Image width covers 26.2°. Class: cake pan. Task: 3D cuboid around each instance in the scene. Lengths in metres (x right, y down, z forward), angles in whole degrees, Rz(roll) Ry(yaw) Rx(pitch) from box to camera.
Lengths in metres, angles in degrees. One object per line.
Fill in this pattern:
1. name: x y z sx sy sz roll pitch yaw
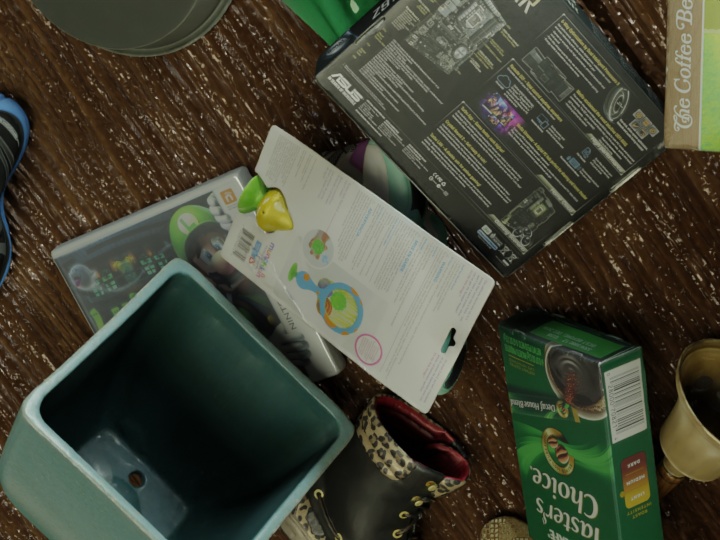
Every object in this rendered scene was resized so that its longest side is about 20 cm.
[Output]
1. cake pan: -0.182 -0.252 1.144 0.199 0.037 0.201 9 116 18

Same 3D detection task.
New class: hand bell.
1. hand bell: 0.227 0.150 1.145 0.104 0.104 0.200 36 134 3

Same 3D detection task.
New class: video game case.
1. video game case: -0.134 0.031 1.260 0.199 0.023 0.183 -20 104 28

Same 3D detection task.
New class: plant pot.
1. plant pot: -0.165 0.155 1.209 0.196 0.196 0.200 44 139 -1

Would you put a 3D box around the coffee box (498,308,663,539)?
1. coffee box: 0.164 0.138 1.138 0.123 0.044 0.201 23 128 55

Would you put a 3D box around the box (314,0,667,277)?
1. box: 0.092 -0.117 1.045 0.160 0.044 0.200 -40 108 18

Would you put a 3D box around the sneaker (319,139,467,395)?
1. sneaker: 0.000 0.000 1.167 0.139 0.078 0.201 -7 101 26

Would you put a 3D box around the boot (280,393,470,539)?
1. boot: 0.037 0.205 1.241 0.200 0.073 0.151 44 122 8

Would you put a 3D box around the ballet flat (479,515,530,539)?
1. ballet flat: 0.143 0.294 1.241 0.070 0.065 0.201 -18 105 28

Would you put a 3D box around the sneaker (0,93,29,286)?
1. sneaker: -0.324 -0.049 1.266 0.070 0.083 0.201 24 120 11

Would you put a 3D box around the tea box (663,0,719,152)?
1. tea box: 0.290 -0.180 0.929 0.196 0.134 0.201 5 115 21

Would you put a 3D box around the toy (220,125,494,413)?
1. toy: 0.000 -0.006 1.096 0.200 0.047 0.116 35 119 18

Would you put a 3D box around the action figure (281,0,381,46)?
1. action figure: 0.041 -0.143 1.086 0.118 0.055 0.201 -29 107 12
